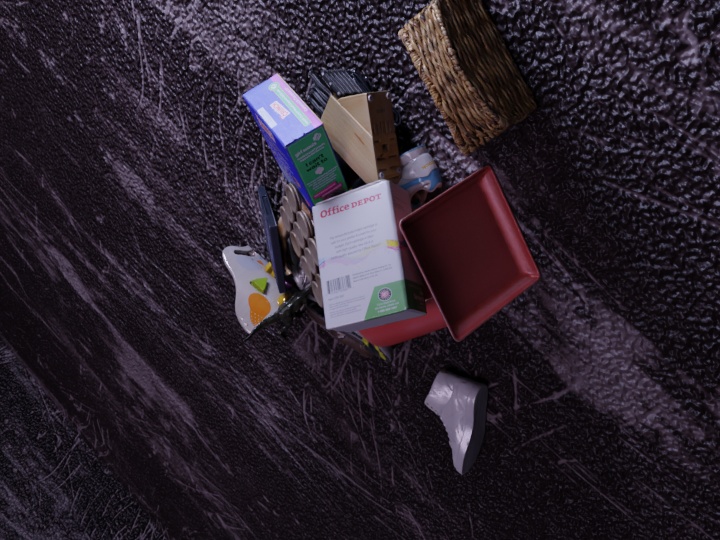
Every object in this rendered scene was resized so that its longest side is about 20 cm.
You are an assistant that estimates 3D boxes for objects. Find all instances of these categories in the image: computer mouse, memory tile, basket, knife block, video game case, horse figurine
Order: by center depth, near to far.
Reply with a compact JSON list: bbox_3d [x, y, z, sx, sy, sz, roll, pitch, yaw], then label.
[{"bbox_3d":[0.126,-0.265,0.991,0.148,0.142,0.203,-25,98,47],"label":"basket"},{"bbox_3d":[-0.027,-0.231,1.144,0.173,0.063,0.205,1,104,43],"label":"knife block"},{"bbox_3d":[-0.091,-0.041,1.211,0.203,0.016,0.153,66,162,11],"label":"memory tile"},{"bbox_3d":[-0.022,-0.233,1.215,0.138,0.052,0.201,45,137,10],"label":"computer mouse"},{"bbox_3d":[-0.109,-0.075,1.313,0.199,0.049,0.135,-30,72,49],"label":"horse figurine"},{"bbox_3d":[-0.179,-0.066,1.404,0.201,0.019,0.146,-118,20,-58],"label":"video game case"}]

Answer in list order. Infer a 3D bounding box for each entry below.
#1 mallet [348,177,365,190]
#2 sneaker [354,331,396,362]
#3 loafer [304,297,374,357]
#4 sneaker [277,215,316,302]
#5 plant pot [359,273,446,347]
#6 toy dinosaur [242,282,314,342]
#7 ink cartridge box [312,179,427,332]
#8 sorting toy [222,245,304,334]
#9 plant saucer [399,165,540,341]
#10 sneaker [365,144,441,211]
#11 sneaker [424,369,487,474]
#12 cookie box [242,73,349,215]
[{"bbox_3d":[-0.032,-0.147,1.274,0.067,0.041,0.200,56,145,5],"label":"mallet"},{"bbox_3d":[0.029,0.091,1.309,0.073,0.086,0.201,19,154,25],"label":"sneaker"},{"bbox_3d":[-0.040,0.120,1.439,0.198,0.073,0.072,34,135,23],"label":"loafer"},{"bbox_3d":[-0.097,-0.028,1.397,0.087,0.075,0.203,-15,105,46],"label":"sneaker"},{"bbox_3d":[0.094,0.020,1.179,0.175,0.200,0.204,-10,109,37],"label":"plant pot"},{"bbox_3d":[-0.144,0.090,1.384,0.048,0.199,0.089,46,168,30],"label":"toy dinosaur"},{"bbox_3d":[0.013,-0.019,1.084,0.143,0.087,0.205,-15,76,26],"label":"ink cartridge box"},{"bbox_3d":[-0.209,0.021,1.473,0.107,0.199,0.181,-44,80,17],"label":"sorting toy"},{"bbox_3d":[0.165,-0.028,1.075,0.203,0.198,0.037,62,154,-9],"label":"plant saucer"},{"bbox_3d":[0.058,-0.127,1.189,0.199,0.076,0.082,-38,81,48],"label":"sneaker"},{"bbox_3d":[0.179,0.286,1.350,0.114,0.073,0.204,21,118,34],"label":"sneaker"},{"bbox_3d":[-0.098,-0.195,1.160,0.172,0.074,0.201,52,172,38],"label":"cookie box"}]
